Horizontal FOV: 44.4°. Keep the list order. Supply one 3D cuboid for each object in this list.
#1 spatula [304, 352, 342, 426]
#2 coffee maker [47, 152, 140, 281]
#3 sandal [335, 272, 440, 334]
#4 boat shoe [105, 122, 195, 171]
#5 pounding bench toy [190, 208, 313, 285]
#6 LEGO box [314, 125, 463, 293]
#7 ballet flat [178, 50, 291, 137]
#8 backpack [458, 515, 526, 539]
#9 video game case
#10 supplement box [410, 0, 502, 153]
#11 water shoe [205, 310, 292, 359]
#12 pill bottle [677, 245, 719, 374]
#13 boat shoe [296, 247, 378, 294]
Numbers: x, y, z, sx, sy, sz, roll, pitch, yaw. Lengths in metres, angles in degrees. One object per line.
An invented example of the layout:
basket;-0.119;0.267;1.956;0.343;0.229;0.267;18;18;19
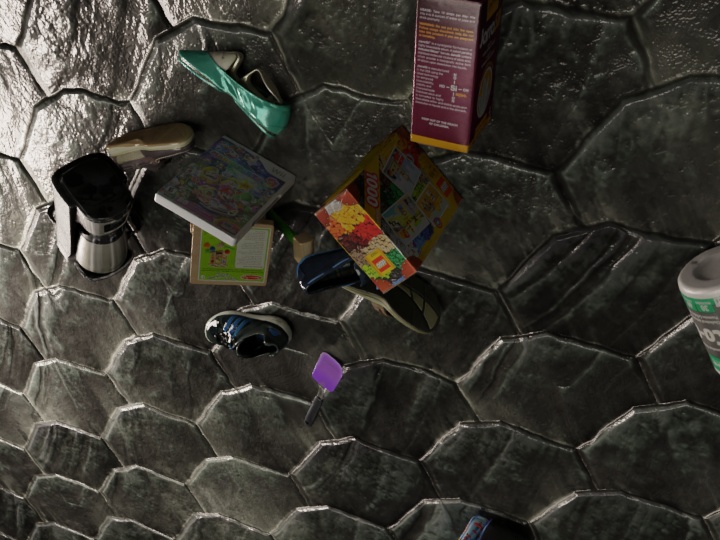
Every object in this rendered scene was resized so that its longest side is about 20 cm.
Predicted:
spatula;-0.078;0.237;1.685;0.056;0.020;0.201;37;136;18
coffee maker;-0.492;-0.106;1.571;0.190;0.135;0.201;28;144;3
sandal;0.044;0.037;1.451;0.199;0.080;0.058;30;154;12
boat shoe;-0.347;-0.202;1.492;0.198;0.072;0.065;-1;127;34
pounding bench toy;-0.178;-0.074;1.447;0.197;0.157;0.125;2;130;-12
LEGO box;0.045;-0.091;1.264;0.149;0.200;0.077;48;132;-11
ballet flat;-0.185;-0.291;1.350;0.199;0.067;0.071;39;108;-2
backpack;0.232;0.590;1.673;0.133;0.183;0.201;25;143;21
video game case;-0.206;-0.129;1.375;0.142;0.200;0.018;29;132;6
supplement box;0.125;-0.273;1.150;0.085;0.111;0.202;14;128;18
water shoe;-0.224;0.123;1.646;0.198;0.079;0.072;-5;120;31
pill bottle;0.514;0.075;1.183;0.112;0.113;0.201;-17;113;36
boat shoe;0.000;0.000;1.395;0.197;0.069;0.085;-20;131;7
